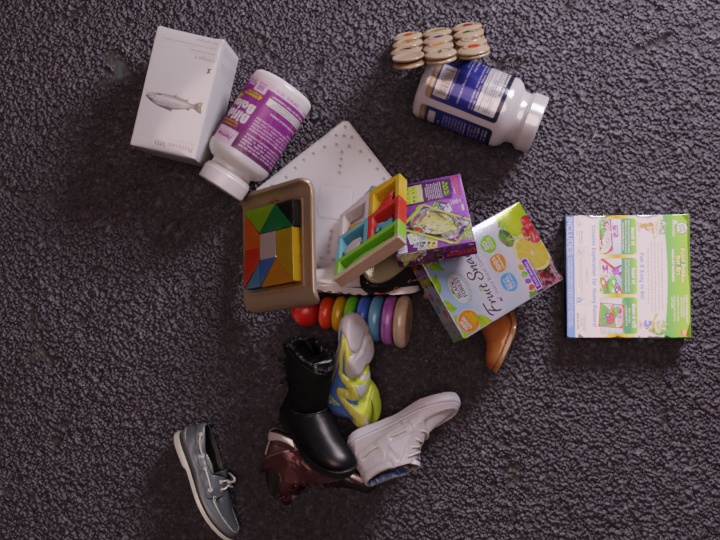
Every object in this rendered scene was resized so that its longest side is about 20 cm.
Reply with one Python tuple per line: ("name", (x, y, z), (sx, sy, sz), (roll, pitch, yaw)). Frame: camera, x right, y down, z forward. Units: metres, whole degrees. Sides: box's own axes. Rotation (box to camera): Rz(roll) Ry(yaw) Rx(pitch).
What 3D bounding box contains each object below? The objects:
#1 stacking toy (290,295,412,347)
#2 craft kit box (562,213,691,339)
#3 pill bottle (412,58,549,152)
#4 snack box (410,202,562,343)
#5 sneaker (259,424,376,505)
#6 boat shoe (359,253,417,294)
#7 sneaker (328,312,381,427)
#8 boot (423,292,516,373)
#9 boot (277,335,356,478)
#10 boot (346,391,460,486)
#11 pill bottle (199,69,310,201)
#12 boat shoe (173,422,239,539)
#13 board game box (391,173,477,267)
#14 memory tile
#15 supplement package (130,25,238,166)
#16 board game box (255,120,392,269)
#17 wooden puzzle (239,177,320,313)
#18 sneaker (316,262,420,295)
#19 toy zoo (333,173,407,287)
("stacking toy", (-0.018, 0.076, 1.502), (0.199, 0.085, 0.086), (4, 88, 12))
("craft kit box", (0.427, 0.009, 1.472), (0.197, 0.049, 0.201), (0, 88, 8))
("pill bottle", (0.194, -0.269, 1.470), (0.199, 0.116, 0.116), (23, 90, 6))
("snack box", (0.196, 0.002, 1.414), (0.200, 0.053, 0.143), (-28, 86, -20))
("sneaker", (-0.076, 0.344, 1.502), (0.199, 0.076, 0.116), (24, 95, 17))
("boat shoe", (0.085, -0.027, 1.451), (0.201, 0.063, 0.074), (-27, 69, -19))
("sneaker", (-0.032, 0.161, 1.473), (0.105, 0.076, 0.201), (4, 111, 33))
("boot", (0.177, 0.059, 1.483), (0.154, 0.074, 0.201), (10, 77, 5))
("boot", (-0.066, 0.209, 1.436), (0.198, 0.073, 0.163), (41, 132, 43))
("boot", (0.082, 0.274, 1.457), (0.199, 0.074, 0.096), (-25, 51, -2))
("pill bottle", (-0.178, -0.219, 1.503), (0.112, 0.112, 0.200), (32, 87, 6))
("boat shoe", (-0.242, 0.347, 1.513), (0.062, 0.073, 0.201), (-28, 80, 8))
("board game box", (0.109, -0.080, 1.416), (0.120, 0.200, 0.032), (-14, 124, 9))
("memory tile", (0.124, -0.359, 1.448), (0.153, 0.200, 0.017), (-7, 117, 6))
("supplement package", (-0.290, -0.284, 1.519), (0.116, 0.117, 0.201), (13, 89, 4))
("board game box", (-0.041, -0.113, 1.533), (0.200, 0.026, 0.200), (-38, 84, 3))
("wooden puzzle", (-0.139, -0.037, 1.478), (0.185, 0.037, 0.201), (-10, 84, 46))
("sneaker", (0.000, 0.000, 1.490), (0.199, 0.076, 0.081), (-2, 94, -14))
("toy zoo", (0.017, -0.074, 1.431), (0.131, 0.200, 0.020), (-33, 121, 27))
